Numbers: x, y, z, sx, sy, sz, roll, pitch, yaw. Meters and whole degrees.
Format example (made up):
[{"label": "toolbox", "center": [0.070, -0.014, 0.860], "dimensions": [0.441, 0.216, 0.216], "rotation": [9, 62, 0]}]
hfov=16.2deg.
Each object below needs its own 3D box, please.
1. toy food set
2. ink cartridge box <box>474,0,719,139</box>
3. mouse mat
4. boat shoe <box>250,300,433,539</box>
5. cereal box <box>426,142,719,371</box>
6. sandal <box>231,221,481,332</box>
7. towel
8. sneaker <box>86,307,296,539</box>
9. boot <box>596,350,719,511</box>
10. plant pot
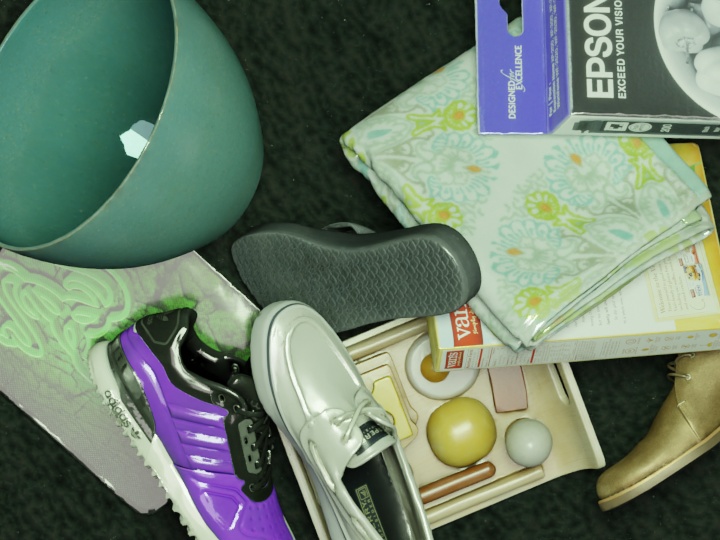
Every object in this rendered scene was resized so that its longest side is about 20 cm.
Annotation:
[{"label": "toy food set", "center": [0.049, 0.102, 1.701], "dimensions": [0.199, 0.060, 0.145], "rotation": [-22, 95, -3]}, {"label": "ink cartridge box", "center": [0.174, -0.181, 1.663], "dimensions": [0.198, 0.043, 0.200], "rotation": [1, 67, -4]}, {"label": "mouse mat", "center": [-0.163, 0.046, 1.708], "dimensions": [0.200, 0.008, 0.161], "rotation": [41, 90, -5]}, {"label": "boat shoe", "center": [-0.007, 0.111, 1.635], "dimensions": [0.072, 0.066, 0.202], "rotation": [-23, 97, -34]}, {"label": "cereal box", "center": [0.137, -0.010, 1.675], "dimensions": [0.198, 0.040, 0.145], "rotation": [-4, 62, -5]}, {"label": "sandal", "center": [0.001, 0.001, 1.653], "dimensions": [0.043, 0.199, 0.077], "rotation": [-39, 121, -43]}, {"label": "towel", "center": [0.111, -0.060, 1.651], "dimensions": [0.171, 0.048, 0.200], "rotation": [-32, 68, -19]}, {"label": "sneaker", "center": [-0.087, 0.110, 1.668], "dimensions": [0.099, 0.070, 0.201], "rotation": [-33, 101, 17]}, {"label": "boot", "center": [0.225, 0.084, 1.713], "dimensions": [0.200, 0.074, 0.076], "rotation": [-39, 90, -11]}, {"label": "plant pot", "center": [-0.140, -0.084, 1.627], "dimensions": [0.134, 0.200, 0.201], "rotation": [27, 92, -41]}]
